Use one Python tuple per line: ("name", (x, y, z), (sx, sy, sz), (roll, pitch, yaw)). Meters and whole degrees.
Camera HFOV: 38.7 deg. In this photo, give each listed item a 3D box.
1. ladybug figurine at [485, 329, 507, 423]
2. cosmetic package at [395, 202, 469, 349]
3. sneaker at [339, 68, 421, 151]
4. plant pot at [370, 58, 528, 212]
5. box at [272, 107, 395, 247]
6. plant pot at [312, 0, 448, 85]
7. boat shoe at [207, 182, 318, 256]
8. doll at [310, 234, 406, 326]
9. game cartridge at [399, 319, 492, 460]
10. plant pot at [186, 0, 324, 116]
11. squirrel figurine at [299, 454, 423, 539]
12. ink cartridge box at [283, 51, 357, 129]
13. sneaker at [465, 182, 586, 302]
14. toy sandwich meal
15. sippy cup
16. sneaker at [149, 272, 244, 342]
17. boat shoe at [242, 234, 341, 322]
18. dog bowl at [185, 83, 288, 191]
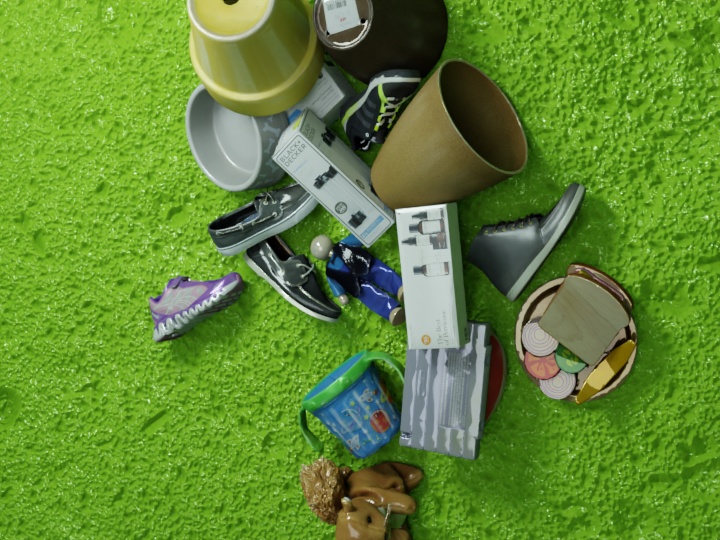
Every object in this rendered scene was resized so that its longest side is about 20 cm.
("ladybug figurine", (0.148, 0.174, 1.566), (0.134, 0.072, 0.203), (27, 106, 17))
("cosmetic package", (0.103, 0.009, 1.469), (0.081, 0.050, 0.204), (-5, 94, 26))
("sneaker", (0.036, -0.233, 1.528), (0.199, 0.070, 0.085), (-31, 68, 60))
("plant pot", (0.111, -0.171, 1.493), (0.199, 0.185, 0.188), (-35, 83, 36))
("box", (-0.035, -0.141, 1.539), (0.200, 0.117, 0.060), (42, 112, -14))
("plant pot", (0.010, -0.361, 1.485), (0.183, 0.199, 0.191), (3, 98, 22))
("boat shoe", (-0.152, -0.092, 1.632), (0.198, 0.057, 0.069), (-31, 40, 6))
("doll", (0.000, 0.000, 1.605), (0.199, 0.048, 0.139), (33, 114, 30))
("game cartridge", (0.127, 0.170, 1.517), (0.127, 0.038, 0.204), (7, 97, 19))
("plant pot", (-0.162, -0.350, 1.471), (0.196, 0.189, 0.205), (-2, 76, 8))
("squirrel figurine", (-0.012, 0.375, 1.595), (0.197, 0.186, 0.144), (19, 104, 19))
("ink cartridge box", (-0.109, -0.314, 1.612), (0.116, 0.068, 0.201), (-40, 81, 21))
("sneaker", (0.239, -0.062, 1.496), (0.106, 0.075, 0.202), (38, 110, 11))
("toy sandwich meal", (0.313, 0.098, 1.489), (0.201, 0.070, 0.210), (3, 98, 22))
("sippy cup", (-0.004, 0.217, 1.611), (0.131, 0.139, 0.177), (53, 144, -3))
("sneaker", (-0.285, 0.044, 1.729), (0.198, 0.080, 0.090), (-29, 78, 24))
("boat shoe", (-0.104, 0.008, 1.648), (0.199, 0.072, 0.068), (41, 107, 18))
("dog bowl", (-0.201, -0.218, 1.628), (0.198, 0.058, 0.204), (21, 124, 35))
